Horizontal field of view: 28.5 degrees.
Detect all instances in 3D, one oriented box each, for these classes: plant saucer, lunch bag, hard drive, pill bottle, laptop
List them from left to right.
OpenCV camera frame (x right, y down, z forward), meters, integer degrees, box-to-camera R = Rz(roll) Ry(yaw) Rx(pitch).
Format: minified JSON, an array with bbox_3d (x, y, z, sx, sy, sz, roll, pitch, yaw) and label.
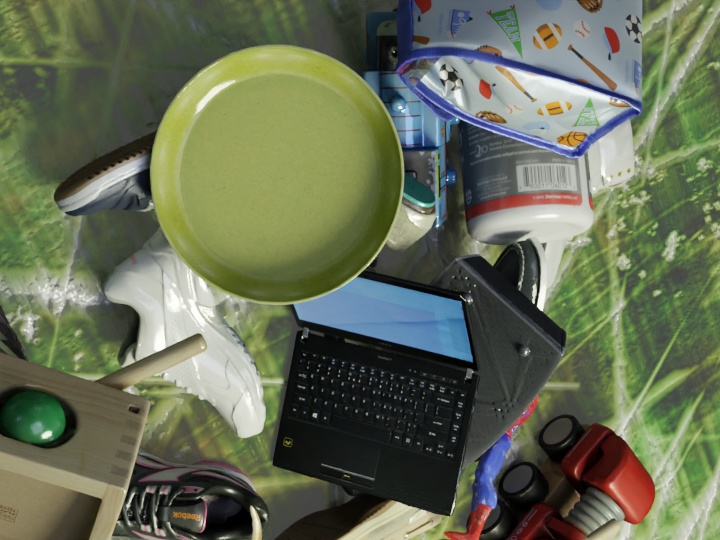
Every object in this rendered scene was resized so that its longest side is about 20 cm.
[{"bbox_3d":[-0.065,-0.075,1.115,0.198,0.031,0.202,0,91,-1],"label":"plant saucer"},{"bbox_3d":[0.003,0.098,1.204,0.103,0.176,0.202,-2,104,-69],"label":"laptop"},{"bbox_3d":[0.094,0.080,1.251,0.135,0.200,0.042,42,47,8],"label":"hard drive"},{"bbox_3d":[0.121,-0.205,1.158,0.198,0.124,0.172,14,62,-22],"label":"lunch bag"},{"bbox_3d":[0.145,-0.131,1.275,0.115,0.116,0.202,3,78,-30],"label":"pill bottle"}]

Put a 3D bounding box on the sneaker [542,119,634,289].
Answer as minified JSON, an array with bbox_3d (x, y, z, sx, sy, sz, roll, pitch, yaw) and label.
[{"bbox_3d":[0.212,-0.073,1.370,0.115,0.074,0.202,6,94,-27],"label":"sneaker"}]

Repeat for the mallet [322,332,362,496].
[{"bbox_3d":[-0.002,0.104,1.299,0.065,0.041,0.202,-14,101,-24],"label":"mallet"}]

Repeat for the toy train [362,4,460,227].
[{"bbox_3d":[0.041,-0.131,1.229,0.086,0.114,0.202,1,100,9],"label":"toy train"}]

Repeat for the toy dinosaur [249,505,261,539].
[{"bbox_3d":[-0.112,0.276,1.199,0.101,0.058,0.200,7,135,-49],"label":"toy dinosaur"}]

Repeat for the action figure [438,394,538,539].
[{"bbox_3d":[0.128,0.173,1.365,0.051,0.066,0.201,25,67,9],"label":"action figure"}]

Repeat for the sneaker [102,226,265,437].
[{"bbox_3d":[-0.152,0.066,1.193,0.099,0.078,0.201,-31,110,-7],"label":"sneaker"}]

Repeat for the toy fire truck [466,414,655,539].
[{"bbox_3d":[0.214,0.233,1.347,0.176,0.200,0.129,-46,117,-15],"label":"toy fire truck"}]

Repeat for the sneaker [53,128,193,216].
[{"bbox_3d":[-0.147,-0.062,1.167,0.199,0.070,0.109,-29,109,-26],"label":"sneaker"}]

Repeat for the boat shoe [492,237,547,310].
[{"bbox_3d":[0.115,0.054,1.299,0.060,0.076,0.201,4,124,-19],"label":"boat shoe"}]

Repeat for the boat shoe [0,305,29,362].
[{"bbox_3d":[-0.299,0.052,1.100,0.071,0.066,0.201,-19,131,18],"label":"boat shoe"}]

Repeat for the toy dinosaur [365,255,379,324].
[{"bbox_3d":[0.000,0.000,1.251,0.047,0.088,0.200,-43,116,-5],"label":"toy dinosaur"}]

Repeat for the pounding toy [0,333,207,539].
[{"bbox_3d":[-0.236,0.137,1.065,0.183,0.143,0.201,18,123,-9],"label":"pounding toy"}]

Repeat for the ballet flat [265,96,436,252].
[{"bbox_3d":[-0.027,-0.089,1.164,0.200,0.067,0.063,41,119,7],"label":"ballet flat"}]

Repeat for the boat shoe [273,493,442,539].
[{"bbox_3d":[-0.006,0.250,1.301,0.199,0.072,0.065,-27,110,-29],"label":"boat shoe"}]

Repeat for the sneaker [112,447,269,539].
[{"bbox_3d":[-0.164,0.193,1.189,0.198,0.086,0.081,2,96,-29],"label":"sneaker"}]
